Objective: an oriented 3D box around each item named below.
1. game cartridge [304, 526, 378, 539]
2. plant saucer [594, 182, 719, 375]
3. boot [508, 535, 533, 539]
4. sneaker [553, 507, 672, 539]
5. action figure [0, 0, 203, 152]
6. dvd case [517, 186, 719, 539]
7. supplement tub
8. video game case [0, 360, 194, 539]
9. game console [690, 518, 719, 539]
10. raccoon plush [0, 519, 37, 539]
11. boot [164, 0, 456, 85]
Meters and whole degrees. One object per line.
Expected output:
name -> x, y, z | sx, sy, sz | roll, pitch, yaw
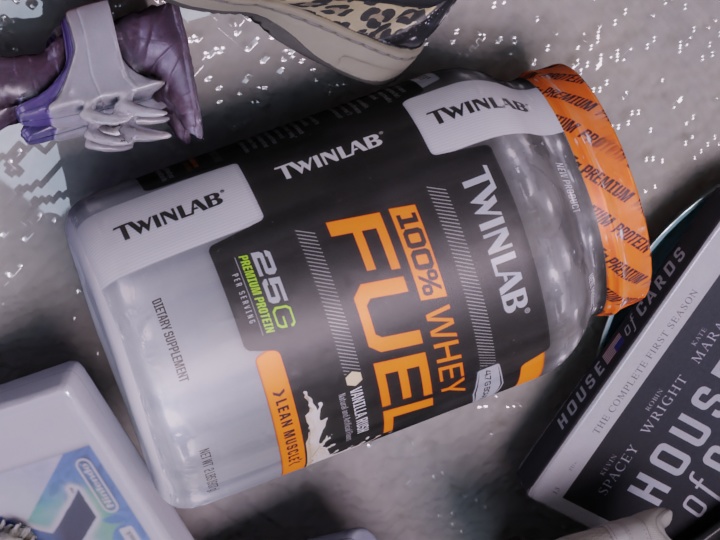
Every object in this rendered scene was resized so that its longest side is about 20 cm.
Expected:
game cartridge -> -0.007, 0.198, 0.918 | 0.132, 0.041, 0.201 | -19, 117, 28
plant saucer -> 0.192, 0.036, 0.919 | 0.198, 0.027, 0.202 | -4, 116, -9
boot -> 0.153, 0.186, 0.960 | 0.198, 0.064, 0.188 | -3, 127, -7
sneaker -> 0.118, 0.180, 0.871 | 0.091, 0.076, 0.201 | -23, 126, -1
action figure -> -0.159, -0.056, 0.765 | 0.198, 0.130, 0.070 | -11, 77, -8
dvd case -> 0.186, 0.072, 0.906 | 0.199, 0.025, 0.151 | 27, 107, -22
supplement tub -> 0.000, 0.000, 0.806 | 0.198, 0.123, 0.123 | -21, 117, -8
video game case -> -0.142, 0.142, 0.873 | 0.181, 0.022, 0.201 | -18, 119, 21
game console -> 0.243, 0.164, 0.885 | 0.200, 0.175, 0.117 | 48, 67, -27
raccoon plush -> -0.167, 0.172, 0.857 | 0.097, 0.199, 0.135 | 36, 66, -31
boot -> -0.003, -0.151, 0.724 | 0.153, 0.074, 0.203 | -38, 145, 25
